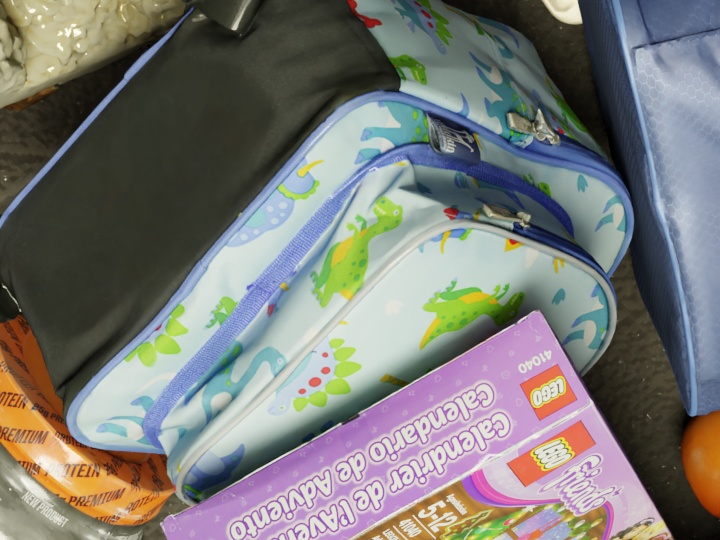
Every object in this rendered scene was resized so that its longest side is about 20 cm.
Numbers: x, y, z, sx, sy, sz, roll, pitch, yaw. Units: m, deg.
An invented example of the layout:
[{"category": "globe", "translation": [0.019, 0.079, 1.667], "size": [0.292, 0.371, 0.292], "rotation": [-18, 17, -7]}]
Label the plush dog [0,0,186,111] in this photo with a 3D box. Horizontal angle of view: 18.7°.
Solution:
[{"category": "plush dog", "translation": [-0.138, -0.148, 0.776], "size": [0.200, 0.160, 0.172], "rotation": [-25, 94, -21]}]

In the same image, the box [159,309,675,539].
[{"category": "box", "translation": [0.030, 0.093, 0.750], "size": [0.137, 0.200, 0.039], "rotation": [-30, 64, 4]}]

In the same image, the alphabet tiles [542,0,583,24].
[{"category": "alphabet tiles", "translation": [0.058, -0.193, 0.805], "size": [0.195, 0.015, 0.200], "rotation": [-36, 105, 12]}]

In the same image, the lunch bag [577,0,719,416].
[{"category": "lunch bag", "translation": [0.160, -0.048, 0.786], "size": [0.132, 0.136, 0.200], "rotation": [-14, 117, 3]}]

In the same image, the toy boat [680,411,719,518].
[{"category": "toy boat", "translation": [0.165, 0.112, 0.870], "size": [0.200, 0.131, 0.131], "rotation": [-23, 77, 7]}]

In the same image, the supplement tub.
[{"category": "supplement tub", "translation": [-0.171, 0.117, 0.857], "size": [0.122, 0.123, 0.200], "rotation": [43, 104, -13]}]

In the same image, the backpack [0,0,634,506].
[{"category": "backpack", "translation": [0.000, 0.000, 0.768], "size": [0.183, 0.200, 0.147], "rotation": [-47, 58, 24]}]
